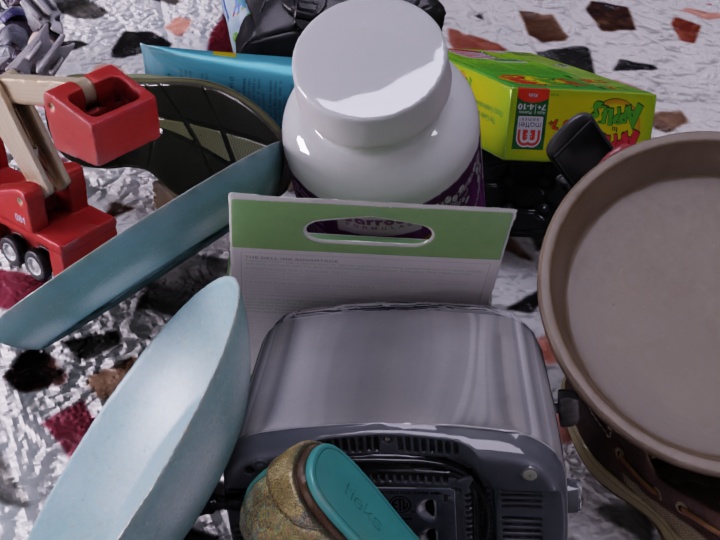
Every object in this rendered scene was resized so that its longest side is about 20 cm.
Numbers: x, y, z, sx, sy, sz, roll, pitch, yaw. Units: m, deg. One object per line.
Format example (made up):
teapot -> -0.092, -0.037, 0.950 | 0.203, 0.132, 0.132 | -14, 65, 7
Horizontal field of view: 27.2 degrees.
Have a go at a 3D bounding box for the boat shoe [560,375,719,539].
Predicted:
boat shoe -> 0.172, 0.098, 0.795 | 0.072, 0.072, 0.200 | -9, 39, -17

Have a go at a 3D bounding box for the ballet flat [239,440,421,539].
ballet flat -> 0.021, 0.162, 0.681 | 0.200, 0.071, 0.071 | 47, 42, -9

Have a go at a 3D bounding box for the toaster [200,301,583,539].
toaster -> 0.013, 0.090, 0.760 | 0.199, 0.114, 0.129 | -2, 34, 7

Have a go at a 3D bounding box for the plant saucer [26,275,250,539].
plant saucer -> -0.102, 0.096, 0.709 | 0.039, 0.201, 0.201 | 35, 35, -16

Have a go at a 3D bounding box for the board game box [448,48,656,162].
board game box -> 0.109, -0.116, 1.019 | 0.101, 0.048, 0.200 | 0, 15, -17

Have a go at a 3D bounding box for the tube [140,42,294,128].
tube -> -0.049, -0.118, 1.013 | 0.199, 0.078, 0.051 | 4, 46, 1

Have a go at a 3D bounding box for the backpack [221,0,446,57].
backpack -> -0.043, -0.222, 1.149 | 0.162, 0.154, 0.201 | -14, 62, -14

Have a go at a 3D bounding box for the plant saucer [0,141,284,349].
plant saucer -> -0.122, -0.009, 0.848 | 0.200, 0.200, 0.027 | -35, 92, -39

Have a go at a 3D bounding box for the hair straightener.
hair straightener -> 0.159, -0.043, 0.907 | 0.041, 0.200, 0.077 | -48, 54, 6

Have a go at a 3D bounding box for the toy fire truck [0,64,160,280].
toy fire truck -> -0.201, -0.069, 0.906 | 0.200, 0.142, 0.049 | 25, 41, 34

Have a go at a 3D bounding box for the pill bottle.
pill bottle -> 0.015, -0.061, 0.856 | 0.112, 0.200, 0.113 | -3, 60, 6

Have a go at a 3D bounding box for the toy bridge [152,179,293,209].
toy bridge -> -0.060, -0.084, 1.045 | 0.199, 0.027, 0.067 | -25, 45, -31

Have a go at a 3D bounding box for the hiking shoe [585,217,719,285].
hiking shoe -> 0.203, 0.022, 0.833 | 0.200, 0.076, 0.101 | 42, 88, 4

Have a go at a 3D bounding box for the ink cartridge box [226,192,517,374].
ink cartridge box -> 0.000, 0.000, 0.805 | 0.145, 0.200, 0.048 | 3, 58, -3

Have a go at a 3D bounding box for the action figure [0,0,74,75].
action figure -> -0.260, -0.149, 1.053 | 0.130, 0.069, 0.200 | -37, 29, 5

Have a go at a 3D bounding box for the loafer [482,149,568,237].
loafer -> 0.056, -0.053, 0.996 | 0.200, 0.068, 0.070 | 6, 2, 12

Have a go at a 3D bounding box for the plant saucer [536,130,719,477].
plant saucer -> 0.190, 0.018, 0.773 | 0.199, 0.030, 0.201 | 0, 62, -1

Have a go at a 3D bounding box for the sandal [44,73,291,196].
sandal -> -0.123, -0.096, 0.976 | 0.200, 0.080, 0.057 | 18, 25, 32
